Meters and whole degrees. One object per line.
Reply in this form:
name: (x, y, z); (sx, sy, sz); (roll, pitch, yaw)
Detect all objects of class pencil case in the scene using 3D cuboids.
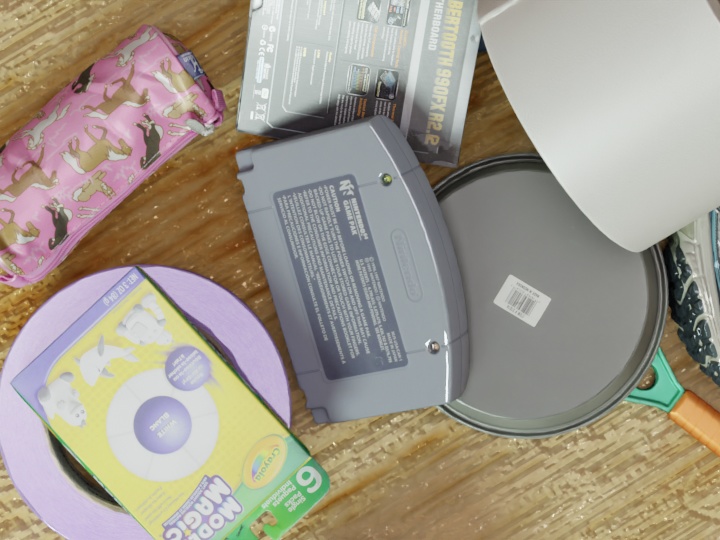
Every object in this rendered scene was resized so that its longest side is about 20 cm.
pencil case: (-0.186, -0.078, 1.505); (0.200, 0.087, 0.083); (-41, 123, -2)

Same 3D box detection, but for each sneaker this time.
sneaker: (0.255, -0.017, 1.531); (0.086, 0.078, 0.201); (-12, 91, -6)

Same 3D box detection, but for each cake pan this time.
cake pan: (0.113, 0.017, 1.526); (0.200, 0.037, 0.201); (0, 89, 6)

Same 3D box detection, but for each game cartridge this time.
game cartridge: (0.000, 0.000, 1.497); (0.133, 0.041, 0.200); (-11, 100, 33)

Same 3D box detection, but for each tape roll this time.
tape roll: (0.186, -0.131, 1.409); (0.139, 0.203, 0.203); (-32, 92, 21)
tape roll: (-0.147, 0.096, 1.514); (0.200, 0.066, 0.201); (0, 91, -3)

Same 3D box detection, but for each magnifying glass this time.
magnifying glass: (0.206, 0.080, 1.555); (0.200, 0.022, 0.080); (38, 88, -3)

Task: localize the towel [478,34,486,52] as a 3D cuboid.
towel: (0.110, -0.247, 1.489); (0.111, 0.049, 0.200); (0, 121, 4)

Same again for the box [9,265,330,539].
box: (-0.123, 0.108, 1.461); (0.117, 0.048, 0.200); (-43, 93, -2)

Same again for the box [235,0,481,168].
box: (0.006, -0.178, 1.481); (0.158, 0.048, 0.200); (9, 120, 1)
